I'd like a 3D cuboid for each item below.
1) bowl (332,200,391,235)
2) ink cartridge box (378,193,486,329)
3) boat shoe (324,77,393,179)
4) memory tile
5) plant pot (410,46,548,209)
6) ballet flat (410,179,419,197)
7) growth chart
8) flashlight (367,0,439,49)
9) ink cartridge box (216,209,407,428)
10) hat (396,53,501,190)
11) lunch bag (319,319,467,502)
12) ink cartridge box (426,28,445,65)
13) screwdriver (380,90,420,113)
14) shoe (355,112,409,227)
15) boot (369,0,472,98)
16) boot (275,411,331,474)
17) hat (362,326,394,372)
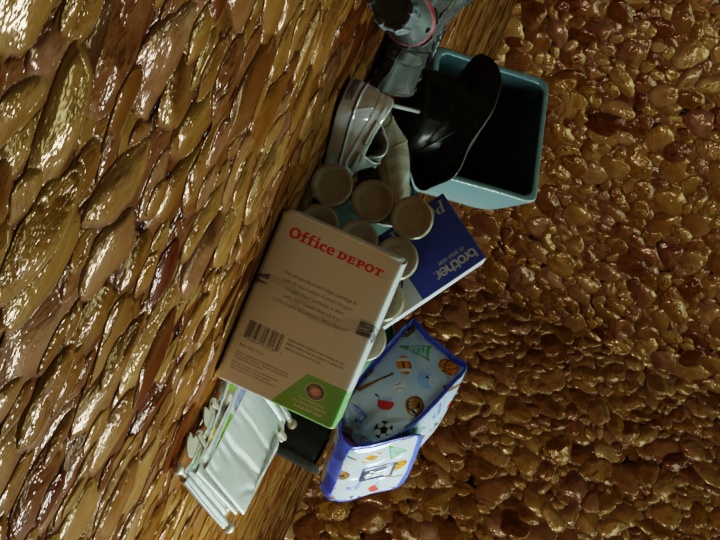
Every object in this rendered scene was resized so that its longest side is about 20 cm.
[{"bbox_3d":[0.000,0.000,1.721,0.201,0.104,0.203,5,90,-89],"label":"bowl"},{"bbox_3d":[0.039,0.005,1.604,0.199,0.094,0.044,-33,173,-5],"label":"ink cartridge box"},{"bbox_3d":[0.000,-0.147,1.608,0.200,0.065,0.074,103,11,-66],"label":"boat shoe"},{"bbox_3d":[-0.012,-0.009,1.571,0.017,0.152,0.201,59,52,-83],"label":"memory tile"},{"bbox_3d":[0.147,-0.196,2.095,0.200,0.195,0.197,155,-54,-64],"label":"plant pot"},{"bbox_3d":[0.036,-0.120,1.833,0.200,0.074,0.075,-110,-145,-52],"label":"ballet flat"},{"bbox_3d":[-0.141,0.195,1.562,0.200,0.018,0.145,-59,134,-42],"label":"growth chart"},{"bbox_3d":[0.048,-0.282,1.513,0.068,0.067,0.200,-64,177,10],"label":"flashlight"},{"bbox_3d":[-0.051,0.051,1.513,0.084,0.145,0.201,-22,136,-83],"label":"ink cartridge box"},{"bbox_3d":[0.098,-0.212,1.831,0.201,0.081,0.201,-48,-153,35],"label":"hat"},{"bbox_3d":[0.031,0.193,1.737,0.200,0.124,0.170,-43,164,-32],"label":"lunch bag"},{"bbox_3d":[0.089,-0.329,1.885,0.200,0.039,0.100,-59,170,-60],"label":"ink cartridge box"},{"bbox_3d":[0.041,-0.203,1.691,0.028,0.029,0.200,-55,157,15],"label":"screwdriver"},{"bbox_3d":[0.029,-0.131,1.689,0.070,0.053,0.201,-51,-147,43],"label":"shoe"},{"bbox_3d":[0.082,-0.303,1.731,0.200,0.069,0.175,-18,135,-58],"label":"boot"},{"bbox_3d":[-0.083,0.163,1.732,0.078,0.138,0.201,108,7,-50],"label":"boot"},{"bbox_3d":[-0.054,0.086,1.850,0.176,0.199,0.167,31,37,-61],"label":"hat"}]
